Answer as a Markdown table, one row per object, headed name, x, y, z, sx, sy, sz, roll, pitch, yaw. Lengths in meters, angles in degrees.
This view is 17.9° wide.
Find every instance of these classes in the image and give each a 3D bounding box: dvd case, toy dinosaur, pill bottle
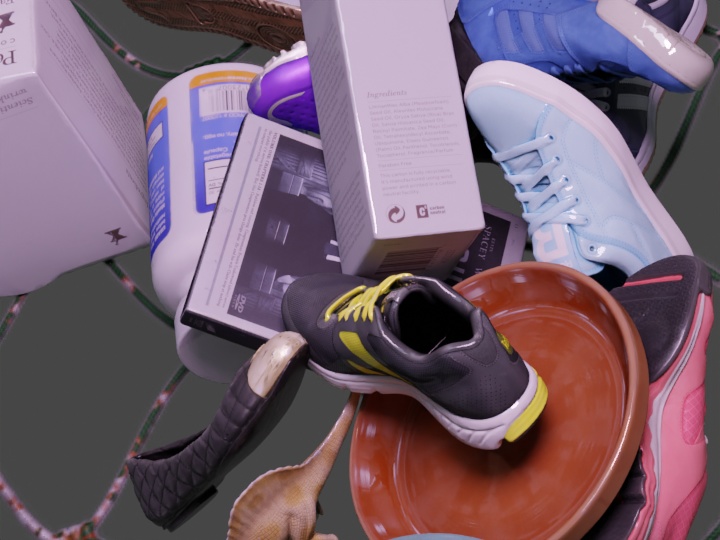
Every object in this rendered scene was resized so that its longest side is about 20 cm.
| name | x | y | z | sx | sy | sz | roll | pitch | yaw |
| --- | --- | --- | --- | --- | --- | --- | --- | --- | --- |
| dvd case | 0.000 | 0.000 | 1.435 | 0.199 | 0.025 | 0.151 | 20 | 60 | -8 |
| toy dinosaur | -0.042 | 0.144 | 1.372 | 0.200 | 0.101 | 0.058 | -44 | 53 | -15 |
| pill bottle | -0.084 | -0.029 | 1.508 | 0.111 | 0.112 | 0.201 | -15 | 53 | 12 |

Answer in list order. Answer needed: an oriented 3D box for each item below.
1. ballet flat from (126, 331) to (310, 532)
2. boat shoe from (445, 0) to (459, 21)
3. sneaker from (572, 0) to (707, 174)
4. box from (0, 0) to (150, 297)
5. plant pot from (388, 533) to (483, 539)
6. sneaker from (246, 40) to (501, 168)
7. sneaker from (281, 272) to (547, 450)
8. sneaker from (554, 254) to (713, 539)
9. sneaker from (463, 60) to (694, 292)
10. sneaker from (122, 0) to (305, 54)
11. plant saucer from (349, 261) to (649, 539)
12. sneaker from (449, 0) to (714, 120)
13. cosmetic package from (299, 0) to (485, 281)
| name | x | y | z | sx | sy | sz | roll | pitch | yaw |
| --- | --- | --- | --- | --- | --- | --- | --- | --- | --- |
| ballet flat | -0.091 | 0.095 | 1.387 | 0.057 | 0.200 | 0.066 | 47 | 43 | 7 |
| boat shoe | 0.023 | -0.213 | 1.617 | 0.200 | 0.064 | 0.071 | 39 | 109 | 16 |
| sneaker | 0.155 | -0.138 | 1.473 | 0.070 | 0.109 | 0.201 | 6 | 57 | 36 |
| box | -0.271 | -0.090 | 1.571 | 0.198 | 0.200 | 0.131 | -18 | 51 | 9 |
| plant pot | 0.040 | 0.253 | 1.214 | 0.199 | 0.201 | 0.189 | -8 | 42 | 18 |
| sneaker | 0.027 | -0.097 | 1.494 | 0.199 | 0.070 | 0.100 | -2 | 63 | -21 |
| sneaker | 0.024 | 0.029 | 1.316 | 0.199 | 0.085 | 0.075 | 21 | 59 | 42 |
| sneaker | 0.170 | 0.090 | 1.332 | 0.073 | 0.087 | 0.201 | -1 | 63 | 40 |
| sneaker | 0.128 | -0.036 | 1.367 | 0.074 | 0.200 | 0.082 | -28 | 22 | 44 |
| sneaker | -0.078 | -0.225 | 1.672 | 0.199 | 0.070 | 0.109 | 15 | 65 | 34 |
| plant saucer | 0.081 | 0.091 | 1.322 | 0.200 | 0.032 | 0.201 | -23 | 50 | 30 |
| sneaker | 0.123 | -0.123 | 1.402 | 0.200 | 0.077 | 0.112 | 37 | 100 | 41 |
| cosmetic package | 0.017 | -0.100 | 1.402 | 0.071 | 0.101 | 0.201 | -6 | 74 | -13 |
